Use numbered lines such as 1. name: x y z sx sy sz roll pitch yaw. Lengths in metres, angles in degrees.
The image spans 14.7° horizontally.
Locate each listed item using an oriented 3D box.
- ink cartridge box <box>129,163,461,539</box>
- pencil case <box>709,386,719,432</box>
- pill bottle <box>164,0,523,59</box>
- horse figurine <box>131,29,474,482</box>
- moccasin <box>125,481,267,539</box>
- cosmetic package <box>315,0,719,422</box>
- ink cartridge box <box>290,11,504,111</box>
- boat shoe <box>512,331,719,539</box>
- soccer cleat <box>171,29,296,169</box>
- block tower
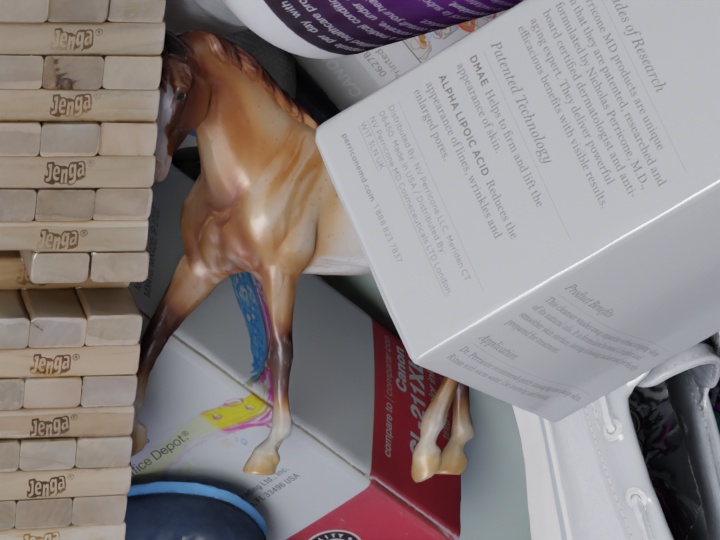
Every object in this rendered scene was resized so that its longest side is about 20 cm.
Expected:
1. ink cartridge box: -0.083 0.047 0.961 0.146 0.083 0.200 -33 125 30
2. pencil case: 0.095 0.133 0.943 0.085 0.092 0.201 24 88 -38
3. pill bottle: 0.022 -0.129 0.829 0.199 0.113 0.113 -14 112 32
4. horse figurine: 0.000 0.000 0.893 0.050 0.199 0.133 10 93 56
5. moccasin: -0.113 0.137 0.943 0.200 0.068 0.080 -29 127 27
6. cosmetic package: 0.102 -0.044 0.780 0.200 0.113 0.081 -31 67 15
7. ink cartridge box: 0.099 -0.076 0.916 0.200 0.050 0.161 -33 104 33
8. boat shoe: 0.083 0.032 0.869 0.068 0.072 0.201 -17 73 41
9. soccer cleat: -0.120 -0.070 0.967 0.199 0.070 0.087 -8 109 12
10. block tower: -0.094 -0.007 0.824 0.054 0.058 0.201 -2 117 -19
